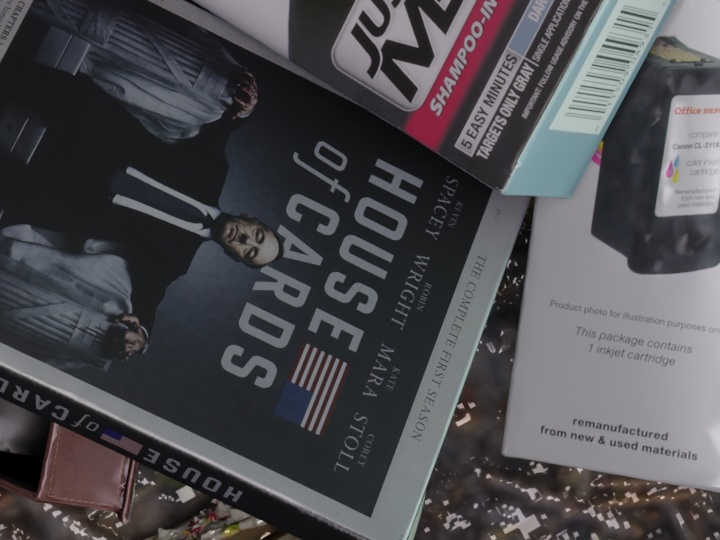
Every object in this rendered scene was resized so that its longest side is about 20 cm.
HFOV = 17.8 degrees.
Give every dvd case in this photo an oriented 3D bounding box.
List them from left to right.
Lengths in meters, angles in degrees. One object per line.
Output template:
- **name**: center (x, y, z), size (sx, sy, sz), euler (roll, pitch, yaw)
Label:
- **dvd case**: center (-0.055, -0.011, 0.726), size (0.200, 0.025, 0.150), euler (26, 59, -6)

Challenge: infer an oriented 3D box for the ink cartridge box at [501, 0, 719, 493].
- **ink cartridge box**: center (0.114, -0.036, 0.814), size (0.083, 0.146, 0.200), euler (8, 96, 14)

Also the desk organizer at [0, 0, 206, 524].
- **desk organizer**: center (-0.110, -0.017, 0.847), size (0.077, 0.072, 0.200), euler (9, 97, -15)

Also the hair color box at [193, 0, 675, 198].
- **hair color box**: center (0.001, -0.115, 0.747), size (0.200, 0.061, 0.099), euler (34, 105, 24)

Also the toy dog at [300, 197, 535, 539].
- **toy dog**: center (0.000, 0.000, 0.844), size (0.200, 0.096, 0.132), euler (-59, 137, -23)

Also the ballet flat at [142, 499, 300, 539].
- **ballet flat**: center (-0.083, 0.139, 0.877), size (0.200, 0.064, 0.076), euler (-36, 97, 4)
